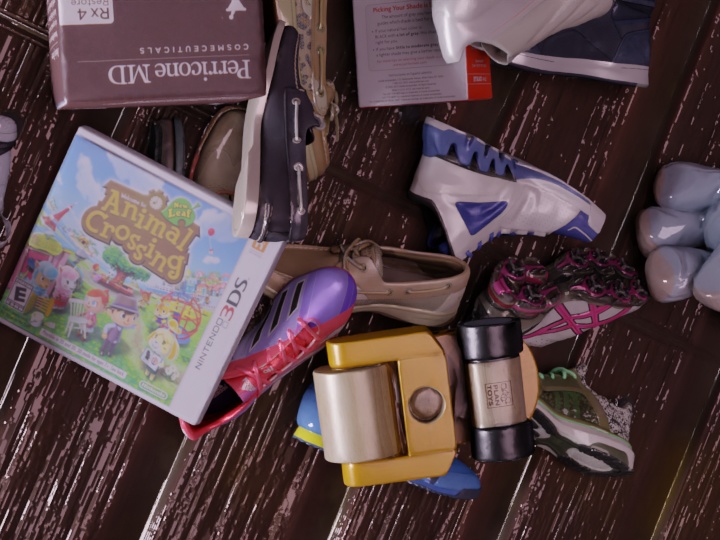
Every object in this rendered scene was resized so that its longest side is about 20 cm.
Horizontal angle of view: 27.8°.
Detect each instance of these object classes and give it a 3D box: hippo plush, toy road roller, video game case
[{"bbox_3d":[0.376,-0.032,1.436,0.160,0.159,0.201,31,95,-47],"label":"hippo plush"},{"bbox_3d":[0.059,0.108,1.287,0.198,0.146,0.124,-8,95,-3],"label":"toy road roller"},{"bbox_3d":[-0.185,0.005,1.223,0.199,0.022,0.183,27,99,3],"label":"video game case"}]

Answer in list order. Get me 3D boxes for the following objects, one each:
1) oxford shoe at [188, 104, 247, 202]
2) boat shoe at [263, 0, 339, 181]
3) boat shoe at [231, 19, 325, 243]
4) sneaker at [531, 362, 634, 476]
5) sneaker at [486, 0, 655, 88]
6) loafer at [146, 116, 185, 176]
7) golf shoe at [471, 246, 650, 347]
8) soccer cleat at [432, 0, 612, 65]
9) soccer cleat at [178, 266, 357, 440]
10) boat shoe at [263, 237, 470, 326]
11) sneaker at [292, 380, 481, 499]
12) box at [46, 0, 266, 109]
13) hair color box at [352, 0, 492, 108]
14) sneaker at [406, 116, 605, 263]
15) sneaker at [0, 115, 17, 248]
[{"bbox_3d":[-0.116,-0.045,1.276,0.070,0.074,0.202,8,92,-19],"label":"oxford shoe"},{"bbox_3d":[-0.045,-0.181,1.292,0.062,0.073,0.202,-9,96,-15],"label":"boat shoe"},{"bbox_3d":[-0.063,-0.113,1.206,0.062,0.073,0.202,12,64,-13],"label":"boat shoe"},{"bbox_3d":[0.187,0.124,1.410,0.199,0.077,0.089,33,57,-19],"label":"sneaker"},{"bbox_3d":[0.190,-0.254,1.360,0.200,0.077,0.148,2,102,-26],"label":"sneaker"},{"bbox_3d":[-0.188,-0.033,1.257,0.062,0.072,0.203,3,95,-13],"label":"loafer"},{"bbox_3d":[0.189,0.030,1.400,0.198,0.073,0.092,-3,140,-31],"label":"golf shoe"},{"bbox_3d":[0.139,-0.218,1.259,0.198,0.069,0.079,-9,102,-37],"label":"soccer cleat"},{"bbox_3d":[-0.080,0.074,1.260,0.199,0.077,0.067,-37,111,16],"label":"soccer cleat"},{"bbox_3d":[0.000,0.000,1.305,0.198,0.073,0.065,10,132,-12],"label":"boat shoe"},{"bbox_3d":[0.035,0.153,1.349,0.199,0.066,0.079,24,82,-19],"label":"sneaker"},{"bbox_3d":[-0.173,-0.237,1.190,0.164,0.164,0.203,-5,95,-15],"label":"box"},{"bbox_3d":[0.052,-0.250,1.298,0.064,0.110,0.203,-17,105,-62],"label":"hair color box"},{"bbox_3d":[0.120,-0.055,1.363,0.198,0.081,0.116,23,98,-23],"label":"sneaker"},{"bbox_3d":[-0.377,-0.069,1.182,0.198,0.075,0.116,-3,92,-22],"label":"sneaker"}]
